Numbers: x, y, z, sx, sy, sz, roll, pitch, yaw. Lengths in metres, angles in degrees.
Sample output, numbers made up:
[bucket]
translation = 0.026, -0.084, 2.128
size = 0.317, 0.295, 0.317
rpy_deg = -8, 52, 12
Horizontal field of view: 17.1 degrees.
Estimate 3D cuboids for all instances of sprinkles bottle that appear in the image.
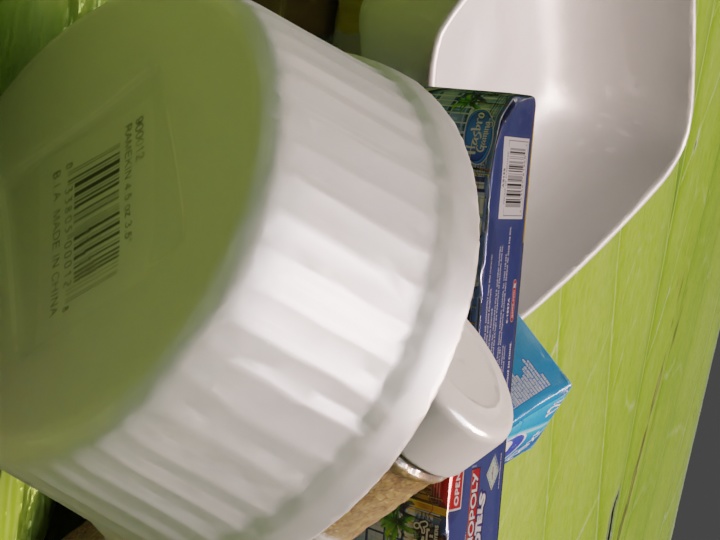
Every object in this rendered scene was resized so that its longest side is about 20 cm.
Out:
[sprinkles bottle]
translation = -0.038, 0.085, 0.888
size = 0.200, 0.068, 0.068
rpy_deg = -36, 177, 23

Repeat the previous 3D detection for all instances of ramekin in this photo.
[ramekin]
translation = -0.065, -0.003, 0.841
size = 0.097, 0.200, 0.202
rpy_deg = 31, 72, -40

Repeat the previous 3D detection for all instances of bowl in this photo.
[bowl]
translation = 0.070, -0.089, 1.089
size = 0.200, 0.074, 0.201
rpy_deg = -42, 140, -34

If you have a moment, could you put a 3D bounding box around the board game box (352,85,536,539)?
[board game box]
translation = -0.039, 0.021, 0.959
size = 0.062, 0.198, 0.202
rpy_deg = -3, 98, -66

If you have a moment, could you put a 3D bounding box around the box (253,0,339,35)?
[box]
translation = -0.001, -0.213, 1.163
size = 0.163, 0.021, 0.202
rpy_deg = -18, 122, -70

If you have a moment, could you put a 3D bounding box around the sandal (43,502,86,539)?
[sandal]
translation = -0.094, 0.099, 1.042
size = 0.048, 0.075, 0.202
rpy_deg = 32, 82, -57

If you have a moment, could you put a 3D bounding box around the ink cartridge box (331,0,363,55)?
[ink cartridge box]
translation = 0.046, -0.124, 1.209
size = 0.145, 0.083, 0.202
rpy_deg = -39, 141, -61

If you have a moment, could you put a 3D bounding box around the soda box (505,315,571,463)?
[soda box]
translation = 0.000, 0.000, 1.023
size = 0.064, 0.200, 0.068
rpy_deg = -30, 163, -23
